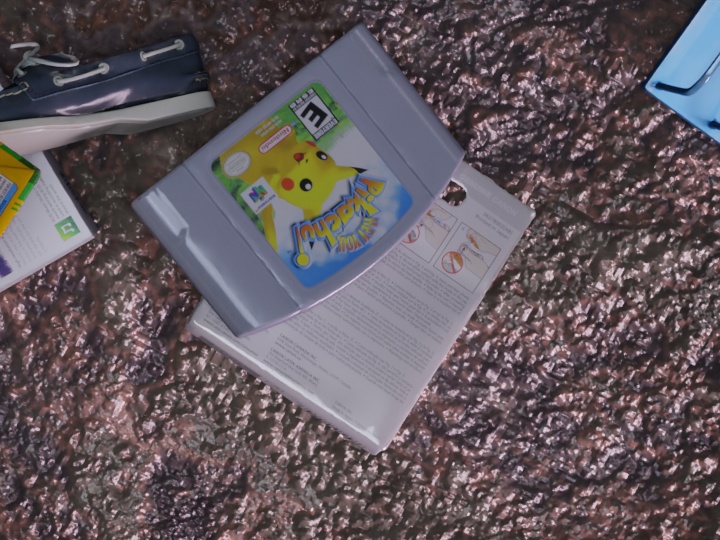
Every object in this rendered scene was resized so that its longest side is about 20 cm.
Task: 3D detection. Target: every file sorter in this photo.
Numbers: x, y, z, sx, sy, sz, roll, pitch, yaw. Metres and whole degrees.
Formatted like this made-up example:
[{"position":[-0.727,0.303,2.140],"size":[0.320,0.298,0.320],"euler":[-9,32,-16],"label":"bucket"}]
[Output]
[{"position":[0.314,-0.117,1.186],"size":[0.200,0.123,0.139],"euler":[35,95,-6],"label":"file sorter"}]

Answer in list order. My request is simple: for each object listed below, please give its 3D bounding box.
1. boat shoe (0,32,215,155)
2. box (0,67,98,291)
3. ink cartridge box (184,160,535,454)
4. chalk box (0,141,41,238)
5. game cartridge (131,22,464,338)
[{"position":[-0.191,-0.115,1.168],"size":[0.200,0.075,0.062],"euler":[-13,87,-21],"label":"boat shoe"},{"position":[-0.298,-0.036,1.216],"size":[0.200,0.036,0.144],"euler":[-30,98,1],"label":"box"},{"position":[0.000,0.000,1.238],"size":[0.161,0.050,0.200],"euler":[35,78,-7],"label":"ink cartridge box"},{"position":[-0.310,-0.011,1.114],"size":[0.124,0.125,0.200],"euler":[35,140,-14],"label":"chalk box"},{"position":[-0.034,-0.054,1.196],"size":[0.200,0.040,0.133],"euler":[-40,97,-12],"label":"game cartridge"}]
